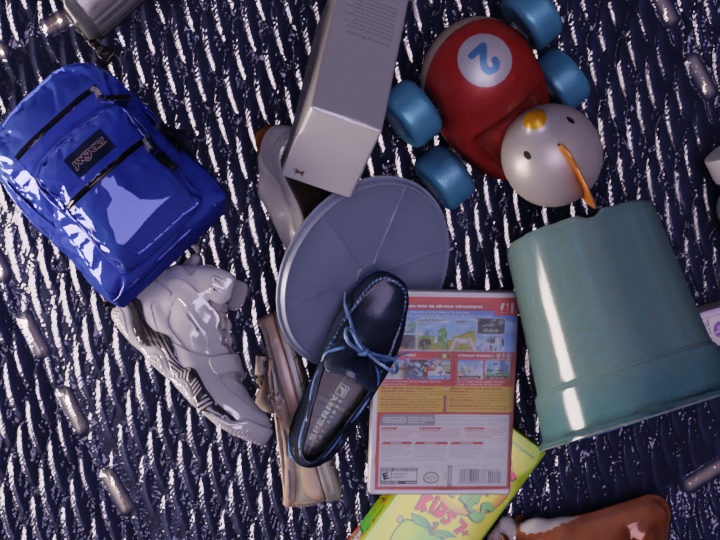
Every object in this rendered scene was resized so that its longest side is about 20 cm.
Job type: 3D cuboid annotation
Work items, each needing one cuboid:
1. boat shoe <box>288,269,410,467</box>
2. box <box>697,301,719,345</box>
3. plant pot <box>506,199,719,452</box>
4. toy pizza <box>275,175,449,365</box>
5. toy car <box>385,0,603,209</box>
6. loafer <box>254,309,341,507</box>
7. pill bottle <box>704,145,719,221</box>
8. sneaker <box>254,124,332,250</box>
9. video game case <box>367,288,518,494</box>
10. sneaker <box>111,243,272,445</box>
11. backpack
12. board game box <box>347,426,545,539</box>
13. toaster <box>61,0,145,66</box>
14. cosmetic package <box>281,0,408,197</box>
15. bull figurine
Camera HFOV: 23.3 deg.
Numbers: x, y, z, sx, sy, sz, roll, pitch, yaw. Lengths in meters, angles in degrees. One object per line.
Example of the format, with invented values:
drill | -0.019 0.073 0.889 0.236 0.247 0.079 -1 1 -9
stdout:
boat shoe | -0.003 0.099 1.645 0.084 0.069 0.201 20 92 -7
box | 0.277 0.076 1.760 0.199 0.041 0.039 -15 97 -6
plant pot | 0.235 0.049 1.651 0.199 0.200 0.197 -16 81 -4
toy pizza | 0.000 0.000 1.690 0.199 0.032 0.202 -17 122 -29
toy car | 0.157 -0.131 1.621 0.184 0.200 0.177 -39 135 -8
loafer | -0.074 0.140 1.716 0.062 0.072 0.201 -17 101 3
pill bottle | 0.423 -0.042 1.728 0.112 0.112 0.201 -30 99 -2
sneaker | -0.053 -0.055 1.703 0.073 0.085 0.201 -27 120 -23
video game case | 0.080 0.119 1.703 0.142 0.017 0.202 1 98 -7
sneaker | -0.137 0.068 1.674 0.200 0.075 0.115 42 90 13
backpack | -0.236 -0.094 1.617 0.162 0.168 0.200 -42 87 -13
board game box | 0.084 0.229 1.752 0.101 0.048 0.201 36 91 -9
toaster | -0.248 -0.305 1.621 0.129 0.114 0.200 -39 97 -3
cosmetic package | -0.012 -0.180 1.615 0.071 0.102 0.201 18 52 -8
bull figurine | 0.224 0.291 1.768 0.198 0.065 0.122 -13 102 -3
